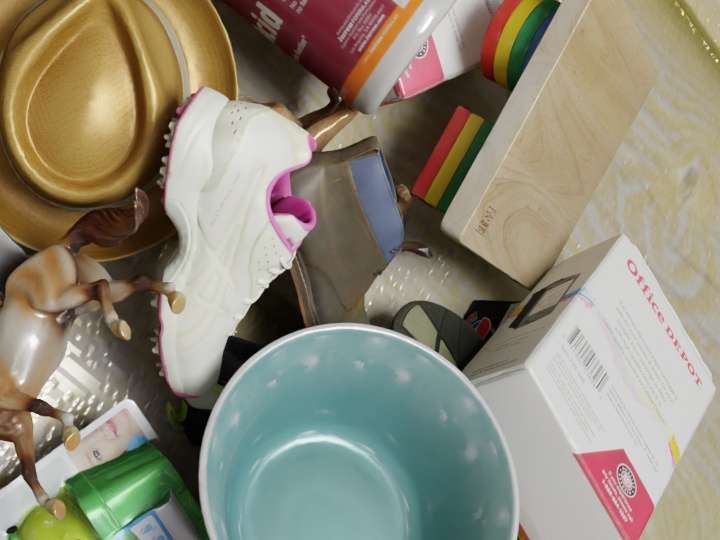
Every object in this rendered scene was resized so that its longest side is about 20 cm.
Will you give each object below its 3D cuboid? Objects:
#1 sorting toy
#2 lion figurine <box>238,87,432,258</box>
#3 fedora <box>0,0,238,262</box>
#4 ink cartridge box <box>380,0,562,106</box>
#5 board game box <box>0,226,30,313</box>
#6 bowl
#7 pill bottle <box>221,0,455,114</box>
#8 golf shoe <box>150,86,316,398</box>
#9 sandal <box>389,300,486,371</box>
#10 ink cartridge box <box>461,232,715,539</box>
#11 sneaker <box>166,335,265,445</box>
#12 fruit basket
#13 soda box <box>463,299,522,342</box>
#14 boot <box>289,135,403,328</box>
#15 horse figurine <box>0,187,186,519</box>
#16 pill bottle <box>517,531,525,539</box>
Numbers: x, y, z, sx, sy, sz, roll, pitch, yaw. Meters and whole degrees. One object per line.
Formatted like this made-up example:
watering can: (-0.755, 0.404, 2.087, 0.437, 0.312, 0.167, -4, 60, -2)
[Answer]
sorting toy: (0.126, -0.103, 0.846, 0.201, 0.069, 0.199, -61, 153, 2)
lion figurine: (-0.037, -0.051, 0.808, 0.122, 0.072, 0.201, -37, 117, -6)
fedora: (-0.162, -0.104, 0.689, 0.197, 0.082, 0.205, -1, 96, -11)
ink cartridge box: (0.062, -0.226, 0.865, 0.198, 0.084, 0.148, -27, 104, -28)
board game box: (-0.271, -0.015, 0.674, 0.105, 0.023, 0.201, -43, 113, -11)
bowl: (-0.011, 0.147, 0.715, 0.197, 0.105, 0.204, 8, 61, -15)
pill bottle: (-0.038, -0.204, 0.725, 0.199, 0.114, 0.115, 38, 69, -3)
golf shoe: (-0.076, -0.005, 0.687, 0.090, 0.076, 0.203, 10, 120, 1)
sandal: (0.081, 0.114, 0.840, 0.202, 0.057, 0.080, 54, 44, -8)
ink cartridge box: (0.163, 0.089, 0.827, 0.149, 0.085, 0.200, 58, 40, -7)
sneaker: (-0.047, 0.111, 0.817, 0.198, 0.072, 0.084, 24, 101, -29)
fruit basket: (-0.174, 0.211, 0.708, 0.199, 0.093, 0.187, -37, 109, -24)
soda box: (0.156, 0.111, 0.937, 0.200, 0.063, 0.071, 42, 69, -25)
boot: (0.000, 0.000, 0.773, 0.095, 0.075, 0.201, -21, 131, 10)
horse figurine: (-0.180, 0.042, 0.658, 0.050, 0.131, 0.202, 37, 79, -53)
pill bottle: (0.057, 0.204, 0.848, 0.197, 0.104, 0.106, 17, 81, -31)
